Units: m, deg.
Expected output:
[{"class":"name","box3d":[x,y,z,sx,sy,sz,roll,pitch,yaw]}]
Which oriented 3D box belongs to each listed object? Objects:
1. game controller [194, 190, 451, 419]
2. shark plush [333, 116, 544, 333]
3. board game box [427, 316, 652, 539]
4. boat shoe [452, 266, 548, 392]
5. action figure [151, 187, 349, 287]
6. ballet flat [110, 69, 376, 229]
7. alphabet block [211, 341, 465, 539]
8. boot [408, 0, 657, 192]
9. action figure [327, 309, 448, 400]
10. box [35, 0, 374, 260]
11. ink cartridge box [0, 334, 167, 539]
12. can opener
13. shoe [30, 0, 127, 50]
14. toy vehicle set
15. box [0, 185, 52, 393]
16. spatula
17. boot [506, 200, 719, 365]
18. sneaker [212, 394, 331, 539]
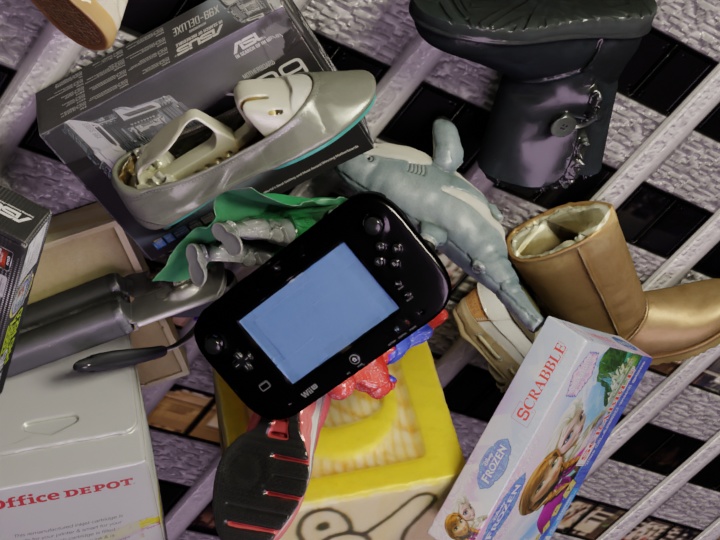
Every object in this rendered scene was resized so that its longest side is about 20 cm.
[{"class":"game controller","box3d":[-0.029,0.029,1.108,0.199,0.042,0.105,-36,91,28]},{"class":"shark plush","box3d":[0.062,-0.022,1.184,0.083,0.201,0.091,-20,163,-48]},{"class":"board game box","box3d":[0.156,0.143,1.285,0.202,0.041,0.199,-62,154,7]},{"class":"boat shoe","box3d":[0.148,0.076,1.394,0.068,0.075,0.201,-25,129,14]},{"class":"action figure","box3d":[-0.055,-0.026,1.179,0.118,0.055,0.199,-35,167,32]},{"class":"ballet flat","box3d":[-0.084,-0.094,1.059,0.199,0.068,0.064,-28,130,13]},{"class":"alphabet block","box3d":[-0.023,0.177,1.346,0.193,0.198,0.201,-10,138,-10]},{"class":"boot","box3d":[0.115,-0.134,1.150,0.198,0.077,0.169,-4,133,-23]},{"class":"action figure","box3d":[0.016,0.060,1.230,0.051,0.200,0.066,-24,98,24]},{"class":"box","box3d":[-0.111,-0.110,1.120,0.198,0.050,0.158,-25,138,10]},{"class":"ink cartridge box","box3d":[-0.240,0.171,1.262,0.143,0.146,0.201,-9,138,-8]},{"class":"can opener","box3d":[-0.192,0.040,1.209,0.198,0.054,0.067,-20,139,5]},{"class":"shoe","box3d":[-0.218,-0.221,0.971,0.200,0.069,0.054,46,68,-41]},{"class":"toy vehicle set","box3d":[-0.225,0.035,1.252,0.123,0.027,0.201,-17,138,-1]},{"class":"box","box3d":[-0.323,0.005,1.120,0.159,0.044,0.201,26,129,0]},{"class":"spatula","box3d":[-0.149,0.055,1.236,0.056,0.021,0.199,-9,-173,44]},{"class":"boot","box3d":[0.240,0.009,1.354,0.174,0.067,0.201,-25,136,8]},{"class":"sneaker","box3d":[-0.054,0.128,1.202,0.073,0.202,0.087,14,171,17]}]
